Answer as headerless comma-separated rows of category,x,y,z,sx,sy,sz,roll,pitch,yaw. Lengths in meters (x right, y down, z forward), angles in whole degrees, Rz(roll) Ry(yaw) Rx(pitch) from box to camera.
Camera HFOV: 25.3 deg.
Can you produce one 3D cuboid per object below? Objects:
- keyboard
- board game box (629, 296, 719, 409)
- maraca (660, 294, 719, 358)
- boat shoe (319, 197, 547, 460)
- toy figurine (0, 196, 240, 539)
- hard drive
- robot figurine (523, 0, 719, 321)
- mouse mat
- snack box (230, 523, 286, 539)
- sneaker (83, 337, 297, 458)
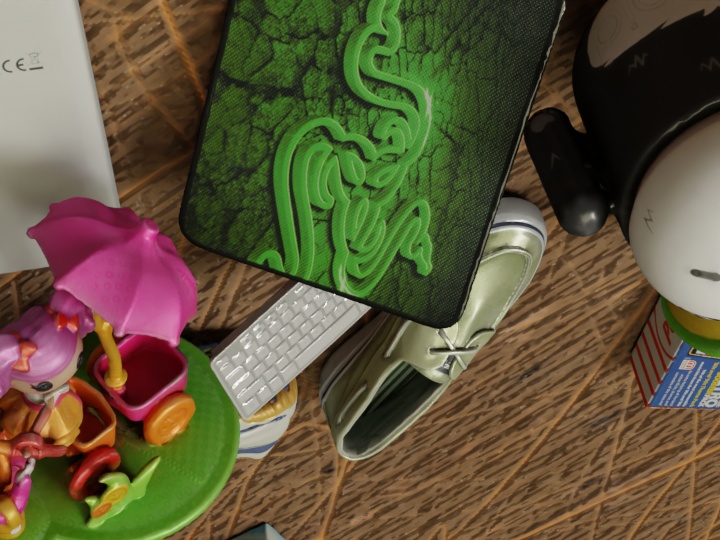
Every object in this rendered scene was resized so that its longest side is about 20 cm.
keyboard,0.000,0.000,0.880,0.200,0.011,0.057,-42,134,-14
board game box,0.290,0.026,1.015,0.197,0.047,0.153,4,134,-16
maraca,0.245,-0.032,0.863,0.200,0.137,0.107,-43,125,1
boat shoe,0.046,0.040,0.965,0.071,0.062,0.200,19,128,-29
toy figurine,-0.153,0.049,0.833,0.199,0.150,0.185,-34,153,-27
hard drive,-0.198,-0.077,0.817,0.130,0.027,0.201,-8,136,-5
robot figurine,0.172,-0.068,0.779,0.124,0.202,0.150,29,123,-36
mouse mat,0.000,-0.076,0.800,0.159,0.008,0.202,18,119,3
snack box,-0.134,0.271,1.127,0.198,0.117,0.037,-28,135,16
sneaker,-0.138,0.093,0.973,0.197,0.076,0.089,2,144,-8
